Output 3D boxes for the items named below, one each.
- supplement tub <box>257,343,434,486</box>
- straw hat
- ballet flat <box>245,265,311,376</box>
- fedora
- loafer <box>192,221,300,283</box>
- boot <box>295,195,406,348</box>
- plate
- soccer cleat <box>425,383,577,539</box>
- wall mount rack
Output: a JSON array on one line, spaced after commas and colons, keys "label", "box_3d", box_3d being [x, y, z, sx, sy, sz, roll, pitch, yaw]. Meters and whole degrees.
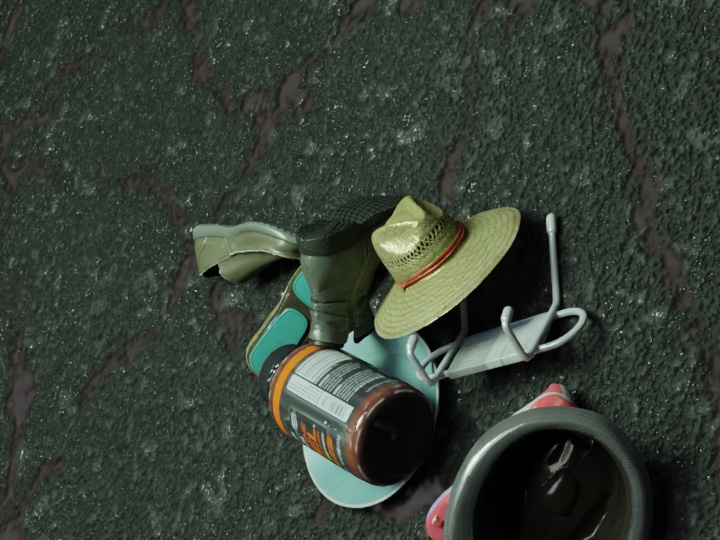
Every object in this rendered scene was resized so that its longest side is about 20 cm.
[{"label": "supplement tub", "box_3d": [-0.022, 0.138, 1.710, 0.200, 0.107, 0.107, 24, 91, 50]}, {"label": "straw hat", "box_3d": [0.058, -0.027, 1.679, 0.201, 0.085, 0.201, -38, 16, 13]}, {"label": "ballet flat", "box_3d": [-0.056, 0.036, 1.866, 0.200, 0.071, 0.071, -50, 44, 19]}, {"label": "fedora", "box_3d": [0.169, 0.214, 1.494, 0.176, 0.090, 0.201, 18, 95, 9]}, {"label": "loafer", "box_3d": [-0.124, -0.018, 1.962, 0.200, 0.075, 0.070, 0, 85, 52]}, {"label": "boot", "box_3d": [0.000, 0.000, 1.769, 0.067, 0.200, 0.131, 7, 112, 36]}, {"label": "plate", "box_3d": [0.015, 0.152, 1.763, 0.200, 0.026, 0.201, -21, 59, 41]}, {"label": "soccer cleat", "box_3d": [0.137, 0.188, 1.599, 0.200, 0.067, 0.077, -49, 13, 28]}, {"label": "wall mount rack", "box_3d": [0.132, 0.034, 1.652, 0.199, 0.075, 0.174, -18, 24, 35]}]
